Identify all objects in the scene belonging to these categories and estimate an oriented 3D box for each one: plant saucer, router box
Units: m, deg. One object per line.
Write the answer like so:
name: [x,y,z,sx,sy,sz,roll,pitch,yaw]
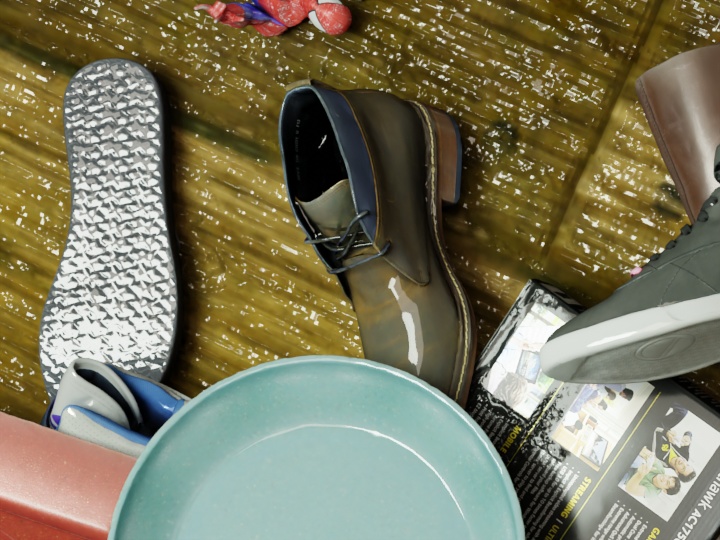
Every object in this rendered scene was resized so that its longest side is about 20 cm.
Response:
plant saucer: [-0.020,0.140,1.148,0.198,0.036,0.202,-3,68,6]
plant saucer: [-0.203,0.152,1.233,0.198,0.037,0.201,18,130,2]
router box: [0.093,0.129,1.214,0.149,0.051,0.201,36,97,16]

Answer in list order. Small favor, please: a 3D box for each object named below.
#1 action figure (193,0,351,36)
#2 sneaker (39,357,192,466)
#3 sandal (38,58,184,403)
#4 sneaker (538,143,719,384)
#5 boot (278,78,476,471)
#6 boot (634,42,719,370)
action figure: [-0.092,-0.183,1.284,0.199,0.099,0.066,34,97,16]
sneaker: [-0.163,0.095,1.253,0.198,0.081,0.147,10,127,12]
sandal: [-0.127,-0.011,1.310,0.075,0.043,0.202,3,82,9]
sneaker: [0.166,-0.019,1.129,0.199,0.071,0.100,-22,69,5]
boot: [0.000,0.000,1.209,0.074,0.097,0.202,-24,59,40]
boot: [0.242,-0.039,1.179,0.185,0.064,0.202,-12,70,1]
